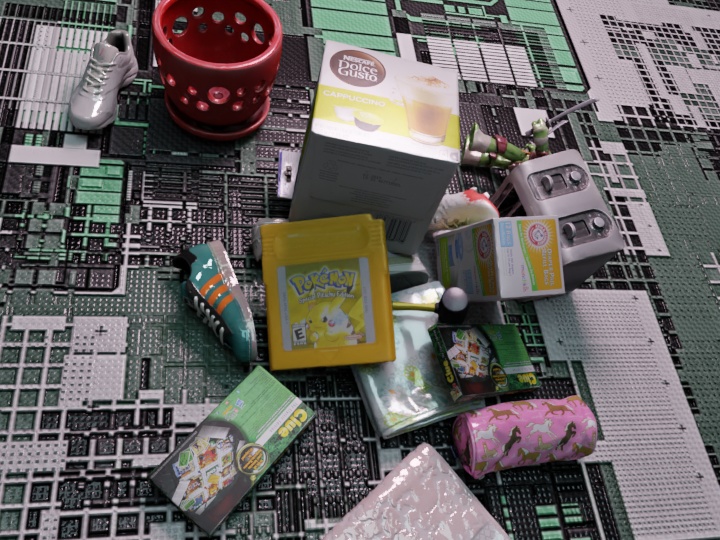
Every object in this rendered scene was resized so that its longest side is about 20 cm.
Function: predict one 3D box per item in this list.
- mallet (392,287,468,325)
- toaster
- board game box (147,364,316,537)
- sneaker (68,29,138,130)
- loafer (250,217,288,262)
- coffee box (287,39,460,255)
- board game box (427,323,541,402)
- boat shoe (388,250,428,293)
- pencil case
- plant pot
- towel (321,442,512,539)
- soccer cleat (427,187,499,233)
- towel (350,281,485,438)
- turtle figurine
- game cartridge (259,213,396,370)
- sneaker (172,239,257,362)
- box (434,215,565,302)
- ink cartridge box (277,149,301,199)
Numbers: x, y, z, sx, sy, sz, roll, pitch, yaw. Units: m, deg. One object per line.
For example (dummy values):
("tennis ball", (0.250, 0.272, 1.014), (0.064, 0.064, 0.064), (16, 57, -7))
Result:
("mallet", (0.052, 0.045, 0.962), (0.198, 0.066, 0.041), (6, 63, -4))
("toaster", (0.294, -0.063, 1.108), (0.118, 0.200, 0.182), (-12, 69, -18))
("board game box", (-0.157, 0.221, 0.881), (0.105, 0.024, 0.200), (38, 57, 12))
("sneaker", (-0.421, -0.315, 1.127), (0.077, 0.100, 0.201), (12, 55, -6))
("loafer", (-0.066, -0.040, 1.064), (0.198, 0.070, 0.070), (-3, 63, -8))
("coffee box", (0.017, -0.173, 1.005), (0.198, 0.201, 0.199), (11, 52, -8))
("board game box", (0.178, 0.126, 0.983), (0.199, 0.023, 0.105), (6, 56, -46))
("boat shoe", (0.001, -0.001, 1.032), (0.200, 0.075, 0.065), (-2, 46, -18))
("pencil case", (0.225, 0.225, 0.954), (0.198, 0.087, 0.083), (-5, 40, -17))
("plant pot", (-0.234, -0.328, 1.134), (0.199, 0.183, 0.202), (7, 56, -11))
("towel", (0.079, 0.345, 0.868), (0.199, 0.032, 0.191), (-35, 71, -32))
("soccer cleat", (0.130, -0.088, 1.101), (0.085, 0.069, 0.199), (-44, 37, -23))
("towel", (0.071, 0.123, 0.987), (0.170, 0.048, 0.201), (-14, 66, -18))
("turtle figurine", (0.287, -0.231, 1.238), (0.192, 0.202, 0.144), (11, 21, -2))
("game cartridge", (-0.046, 0.029, 0.950), (0.175, 0.032, 0.202), (-6, 87, 10))
("sneaker", (-0.203, 0.049, 0.969), (0.079, 0.072, 0.201), (-16, 57, -20))
("box", (0.196, -0.012, 1.013), (0.100, 0.200, 0.114), (-4, 87, -17))
("ink cartridge box", (-0.035, -0.133, 1.113), (0.198, 0.039, 0.100), (7, 57, -12))
